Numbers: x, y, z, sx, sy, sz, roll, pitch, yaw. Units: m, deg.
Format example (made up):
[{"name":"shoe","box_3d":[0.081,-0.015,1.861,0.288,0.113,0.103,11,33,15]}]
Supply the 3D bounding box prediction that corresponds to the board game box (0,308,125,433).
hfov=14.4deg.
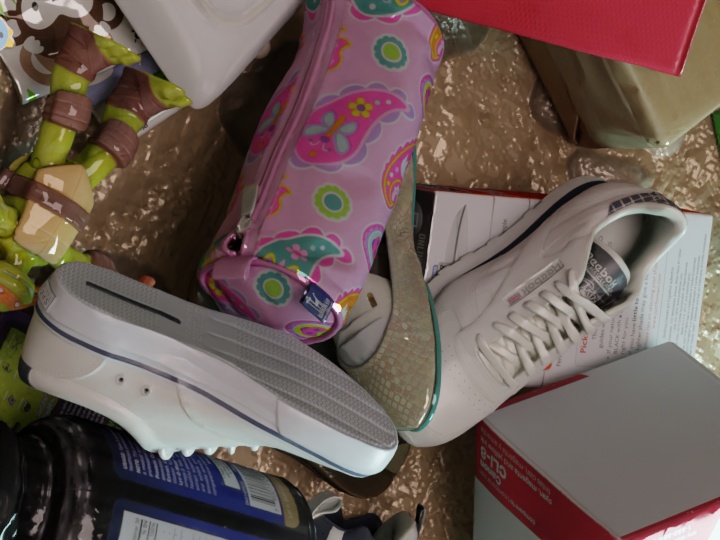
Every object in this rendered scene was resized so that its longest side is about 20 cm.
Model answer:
[{"name":"board game box","box_3d":[-0.190,0.129,1.520,0.120,0.032,0.200,30,81,-27]}]

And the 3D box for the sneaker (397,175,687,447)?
[{"name":"sneaker","box_3d":[0.094,0.022,1.576,0.200,0.080,0.076,-46,118,-16]}]

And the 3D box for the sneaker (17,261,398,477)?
[{"name":"sneaker","box_3d":[-0.079,0.063,1.455,0.200,0.073,0.071,26,117,-8]}]

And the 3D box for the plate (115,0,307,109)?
[{"name":"plate","box_3d":[-0.073,-0.223,1.529,0.200,0.032,0.200,-46,116,-26]}]

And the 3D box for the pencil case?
[{"name":"pencil case","box_3d":[-0.020,-0.057,1.513,0.087,0.087,0.200,39,58,-29]}]

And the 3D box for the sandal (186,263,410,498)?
[{"name":"sandal","box_3d":[-0.040,0.056,1.591,0.082,0.055,0.200,-55,133,-10]}]

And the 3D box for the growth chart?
[{"name":"growth chart","box_3d":[-0.150,-0.157,1.515,0.145,0.018,0.200,-41,114,-20]}]

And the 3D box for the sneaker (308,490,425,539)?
[{"name":"sneaker","box_3d":[0.017,0.203,1.623,0.199,0.079,0.130,41,84,-18]}]

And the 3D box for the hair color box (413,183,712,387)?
[{"name":"hair color box","box_3d":[0.104,0.010,1.662,0.200,0.064,0.111,4,96,-33]}]

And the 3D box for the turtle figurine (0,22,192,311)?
[{"name":"turtle figurine","box_3d":[-0.153,-0.036,1.486,0.200,0.064,0.162,36,78,-35]}]

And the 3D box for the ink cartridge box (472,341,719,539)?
[{"name":"ink cartridge box","box_3d":[0.159,0.175,1.635,0.145,0.145,0.200,-18,127,-27]}]

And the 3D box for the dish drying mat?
[{"name":"dish drying mat","box_3d":[0.091,-0.165,1.560,0.199,0.018,0.077,14,118,-5]}]

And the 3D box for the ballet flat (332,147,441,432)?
[{"name":"ballet flat","box_3d":[0.000,0.000,1.560,0.062,0.067,0.200,17,50,-30]}]

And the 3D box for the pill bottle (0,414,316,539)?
[{"name":"pill bottle","box_3d":[-0.130,0.138,1.478,0.200,0.112,0.112,20,86,-32]}]

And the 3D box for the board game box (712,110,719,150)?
[{"name":"board game box","box_3d":[0.320,-0.067,1.802,0.200,0.029,0.135,-22,106,-27]}]

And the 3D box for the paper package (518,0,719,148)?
[{"name":"paper package","box_3d":[0.179,-0.196,1.658,0.200,0.103,0.191,-39,115,-22]}]
